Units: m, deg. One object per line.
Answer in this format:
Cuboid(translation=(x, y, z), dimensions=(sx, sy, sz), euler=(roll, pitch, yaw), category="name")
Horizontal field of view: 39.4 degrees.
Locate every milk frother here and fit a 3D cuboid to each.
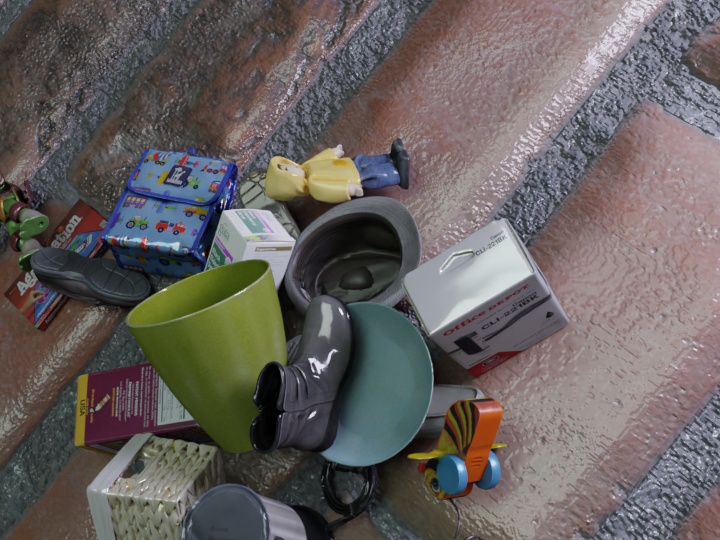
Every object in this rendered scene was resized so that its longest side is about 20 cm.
Cuboid(translation=(-0.087, 0.292, 1.226), dimensions=(0.180, 0.188, 0.201), euler=(-2, 70, 22), category="milk frother")

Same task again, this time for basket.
Cuboid(translation=(-0.240, 0.323, 1.264), dimensions=(0.123, 0.136, 0.201), euler=(1, 114, 20), category="basket")

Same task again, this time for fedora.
Cuboid(translation=(0.000, 0.000, 1.357), dimensions=(0.199, 0.090, 0.177), euler=(-26, 62, 10), category="fedora")

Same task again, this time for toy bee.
Cuboid(translation=(0.106, 0.236, 1.212), dimensions=(0.109, 0.131, 0.201), euler=(29, 94, 54), category="toy bee")

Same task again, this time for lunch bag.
Cuboid(translation=(-0.278, -0.098, 1.522), dimensions=(0.150, 0.094, 0.201), euler=(8, 62, 13), category="lunch bag")

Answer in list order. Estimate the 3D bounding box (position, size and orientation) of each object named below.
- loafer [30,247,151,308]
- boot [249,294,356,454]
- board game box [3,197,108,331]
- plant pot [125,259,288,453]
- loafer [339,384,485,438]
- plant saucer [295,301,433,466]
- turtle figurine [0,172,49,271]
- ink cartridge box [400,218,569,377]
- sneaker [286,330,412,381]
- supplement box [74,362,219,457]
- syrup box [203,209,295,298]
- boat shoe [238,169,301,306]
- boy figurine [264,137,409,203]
Cuboid(translation=(-0.412, 0.020, 1.550), dimensions=(0.199, 0.063, 0.072), euler=(17, 45, 11), category="loafer")
Cuboid(translation=(-0.068, 0.118, 1.191), dimensions=(0.070, 0.132, 0.201), euler=(-3, 77, 29), category="boot")
Cuboid(translation=(-0.480, -0.011, 1.614), dimensions=(0.103, 0.019, 0.200), euler=(36, 87, 31), category="board game box")
Cuboid(translation=(-0.164, 0.115, 1.241), dimensions=(0.186, 0.187, 0.201), euler=(-14, 107, 18), category="plant pot")
Cuboid(translation=(0.058, 0.171, 1.270), dimensions=(0.199, 0.070, 0.070), euler=(-11, 32, 19), category="loafer")
Cuboid(translation=(0.006, 0.141, 1.245), dimensions=(0.200, 0.039, 0.202), euler=(-7, 76, 28), category="plant saucer")
Cuboid(translation=(-0.593, -0.085, 1.598), dimensions=(0.194, 0.200, 0.144), euler=(36, 97, 30), category="turtle figurine")
Cuboid(translation=(0.154, 0.038, 1.212), dimensions=(0.144, 0.200, 0.084), euler=(-32, 61, 10), category="ink cartridge box")
Cuboid(translation=(-0.006, 0.119, 1.323), dimensions=(0.199, 0.079, 0.079), euler=(-5, 77, 26), category="sneaker")
Cuboid(translation=(-0.272, 0.190, 1.380), dimensions=(0.199, 0.131, 0.104), euler=(-11, 66, 19), category="supplement box")
Cuboid(translation=(-0.165, 0.021, 1.368), dimensions=(0.079, 0.081, 0.201), euler=(48, 128, 40), category="syrup box")
Cuboid(translation=(-0.114, -0.047, 1.439), dimensions=(0.074, 0.073, 0.201), euler=(-17, 84, 8), category="boat shoe")
Cuboid(translation=(-0.035, -0.139, 1.400), dimensions=(0.199, 0.065, 0.125), euler=(-6, 38, -6), category="boy figurine")
